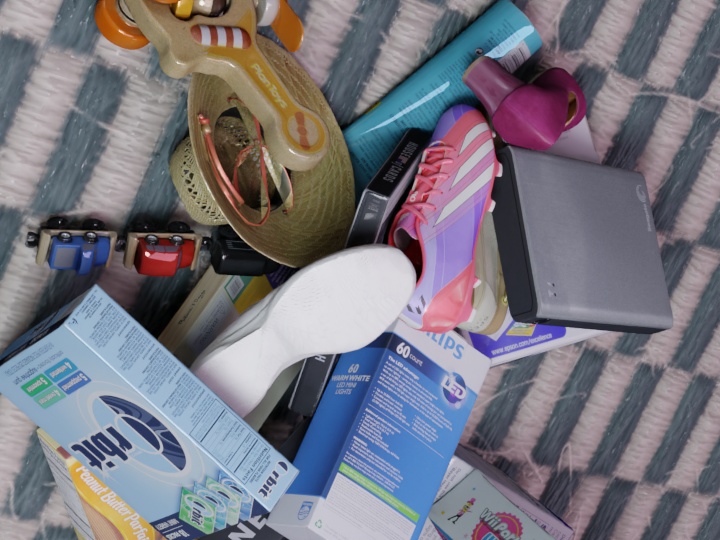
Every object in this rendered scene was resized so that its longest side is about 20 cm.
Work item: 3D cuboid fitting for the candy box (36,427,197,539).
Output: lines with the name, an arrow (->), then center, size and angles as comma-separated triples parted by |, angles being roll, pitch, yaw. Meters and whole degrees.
candy box -> -0.175, 0.184, 1.687 | 0.115, 0.055, 0.200 | -32, 130, -22

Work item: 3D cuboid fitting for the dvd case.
dvd case -> 0.000, 0.000, 1.647 | 0.150, 0.025, 0.201 | -57, 168, -63

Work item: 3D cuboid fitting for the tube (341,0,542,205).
tube -> 0.059, -0.137, 1.690 | 0.200, 0.050, 0.077 | -42, 122, -5

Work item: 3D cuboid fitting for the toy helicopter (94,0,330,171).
toy helicopter -> -0.085, -0.159, 1.490 | 0.132, 0.200, 0.079 | -33, 174, -42

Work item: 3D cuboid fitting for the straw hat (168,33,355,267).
straw hat -> -0.097, -0.078, 1.571 | 0.085, 0.202, 0.201 | -24, 144, 32

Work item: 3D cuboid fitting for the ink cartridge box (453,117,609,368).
ink cartridge box -> 0.136, -0.028, 1.766 | 0.198, 0.043, 0.201 | -14, 82, -30

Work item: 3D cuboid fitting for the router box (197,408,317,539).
router box -> -0.068, 0.209, 1.675 | 0.200, 0.052, 0.157 | -47, 165, -29

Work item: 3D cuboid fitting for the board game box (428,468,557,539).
board game box -> 0.151, 0.283, 1.788 | 0.064, 0.147, 0.200 | -38, 131, -12

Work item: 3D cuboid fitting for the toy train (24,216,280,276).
toy train -> -0.153, -0.014, 1.570 | 0.199, 0.046, 0.034 | 2, 128, -22

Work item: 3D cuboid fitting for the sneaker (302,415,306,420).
sneaker -> 0.037, 0.079, 1.772 | 0.200, 0.076, 0.077 | -39, 132, -15

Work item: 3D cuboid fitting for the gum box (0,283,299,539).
gum box -> -0.163, 0.111, 1.525 | 0.200, 0.170, 0.045 | 44, 59, -11

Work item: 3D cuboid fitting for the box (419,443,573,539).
box -> 0.060, 0.250, 1.871 | 0.200, 0.105, 0.184 | 35, 91, -43

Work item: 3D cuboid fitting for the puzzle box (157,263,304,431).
puzzle box -> -0.102, 0.067, 1.649 | 0.200, 0.025, 0.133 | -55, 137, -29

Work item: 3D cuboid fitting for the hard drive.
hard drive -> 0.181, -0.022, 1.705 | 0.200, 0.033, 0.140 | 6, 70, -51

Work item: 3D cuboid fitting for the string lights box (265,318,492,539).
string lights box -> 0.017, 0.131, 1.614 | 0.103, 0.059, 0.200 | 37, 65, -30

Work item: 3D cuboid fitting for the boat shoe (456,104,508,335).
boat shoe -> 0.091, -0.038, 1.687 | 0.066, 0.074, 0.201 | 33, 53, -40

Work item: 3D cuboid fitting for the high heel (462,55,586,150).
high heel -> 0.155, -0.117, 1.694 | 0.067, 0.096, 0.200 | -51, 156, 20

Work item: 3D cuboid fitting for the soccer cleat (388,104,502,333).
soccer cleat -> 0.059, -0.047, 1.606 | 0.076, 0.067, 0.201 | 23, 62, -30

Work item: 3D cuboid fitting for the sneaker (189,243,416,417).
sneaker -> -0.050, 0.035, 1.556 | 0.200, 0.089, 0.075 | -32, 106, 9
